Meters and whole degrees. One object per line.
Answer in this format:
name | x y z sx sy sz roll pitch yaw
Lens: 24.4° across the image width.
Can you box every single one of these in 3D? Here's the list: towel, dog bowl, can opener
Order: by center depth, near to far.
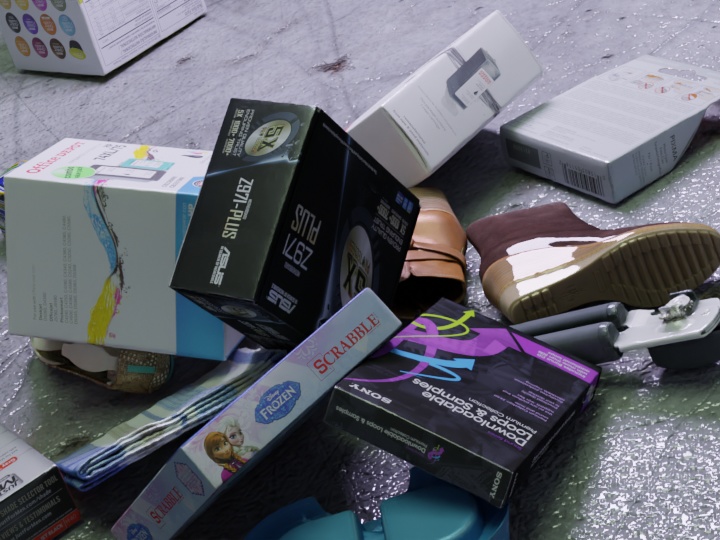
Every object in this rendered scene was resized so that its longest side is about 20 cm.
dog bowl | 0.013 0.199 1.163 0.199 0.050 0.112 -16 30 2
can opener | 0.193 0.059 1.294 0.199 0.067 0.053 -10 26 31
towel | -0.160 0.118 1.369 0.199 0.024 0.147 -30 7 -18

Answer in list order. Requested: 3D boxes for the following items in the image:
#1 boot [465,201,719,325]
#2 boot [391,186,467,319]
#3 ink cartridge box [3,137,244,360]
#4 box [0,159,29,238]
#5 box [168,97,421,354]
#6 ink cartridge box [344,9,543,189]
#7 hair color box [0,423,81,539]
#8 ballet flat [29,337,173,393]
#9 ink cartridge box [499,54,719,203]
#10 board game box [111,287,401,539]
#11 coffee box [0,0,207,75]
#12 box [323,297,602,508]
boot | 0.194 -0.027 1.416 0.199 0.073 0.167 -16 28 0
boot | 0.000 0.000 1.495 0.198 0.077 0.156 -10 34 1
ink cartridge box | -0.191 -0.023 1.454 0.198 0.147 0.147 6 19 11
box | -0.305 -0.066 1.761 0.199 0.070 0.064 7 40 38
box | -0.047 -0.023 1.347 0.086 0.200 0.165 9 74 31
ink cartridge box | 0.066 -0.151 1.628 0.200 0.085 0.145 -40 5 -36
hair color box | -0.326 0.176 1.379 0.101 0.062 0.200 -33 32 -24
ballet flat | -0.253 0.064 1.506 0.199 0.071 0.065 9 4 42
ink cartridge box | 0.259 -0.142 1.609 0.199 0.048 0.160 -27 30 -26
board game box | -0.080 0.119 1.239 0.200 0.041 0.200 -40 -5 -34
coffee box | -0.360 -0.391 2.205 0.199 0.199 0.200 10 38 42
box | 0.080 0.090 1.216 0.142 0.036 0.200 24 28 17
